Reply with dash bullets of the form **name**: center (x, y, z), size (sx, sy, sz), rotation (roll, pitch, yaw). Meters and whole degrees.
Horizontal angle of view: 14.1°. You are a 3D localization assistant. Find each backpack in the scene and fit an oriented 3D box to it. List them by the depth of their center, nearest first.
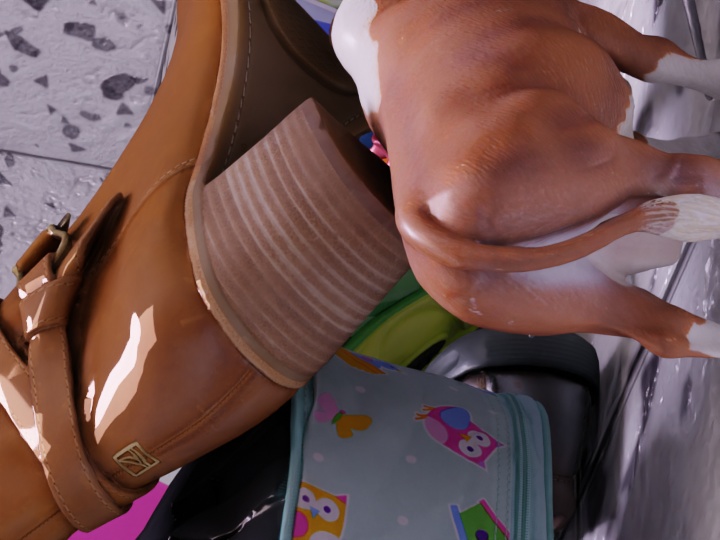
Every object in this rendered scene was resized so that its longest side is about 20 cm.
- **backpack**: center (-0.004, 0.125, 0.835), size (0.176, 0.153, 0.200), rotation (-84, 8, -56)

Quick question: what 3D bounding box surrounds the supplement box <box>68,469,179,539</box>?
- **supplement box**: center (-0.052, 0.145, 1.049), size (0.200, 0.103, 0.101), rotation (78, 171, -51)

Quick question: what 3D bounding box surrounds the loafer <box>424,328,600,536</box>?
- **loafer**: center (0.028, 0.087, 0.975), size (0.200, 0.072, 0.063), rotation (116, 156, -58)

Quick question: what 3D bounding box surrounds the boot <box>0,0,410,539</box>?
- **boot**: center (-0.066, -0.009, 0.836), size (0.155, 0.074, 0.200), rotation (-41, 24, 12)

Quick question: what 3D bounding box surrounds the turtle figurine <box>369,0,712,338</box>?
- **turtle figurine**: center (0.054, -0.089, 0.905), size (0.150, 0.100, 0.200), rotation (113, 171, -50)

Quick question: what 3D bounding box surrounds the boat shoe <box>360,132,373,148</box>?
- **boat shoe**: center (0.032, -0.072, 1.163), size (0.200, 0.084, 0.069), rotation (-44, 26, 50)

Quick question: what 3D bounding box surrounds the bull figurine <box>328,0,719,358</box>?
- **bull figurine**: center (0.049, -0.040, 0.763), size (0.200, 0.121, 0.065), rotation (-94, 16, -59)

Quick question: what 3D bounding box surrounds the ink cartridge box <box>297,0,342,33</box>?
- **ink cartridge box**: center (0.005, -0.144, 1.200), size (0.042, 0.119, 0.200), rotation (-80, 4, -49)

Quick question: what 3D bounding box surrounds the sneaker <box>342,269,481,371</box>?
- **sneaker**: center (0.000, 0.000, 0.995), size (0.200, 0.084, 0.074), rotation (-37, -12, -42)

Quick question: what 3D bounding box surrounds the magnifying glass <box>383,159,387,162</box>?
- **magnifying glass**: center (-0.022, -0.003, 0.922), size (0.079, 0.200, 0.022), rotation (1, 119, 46)
